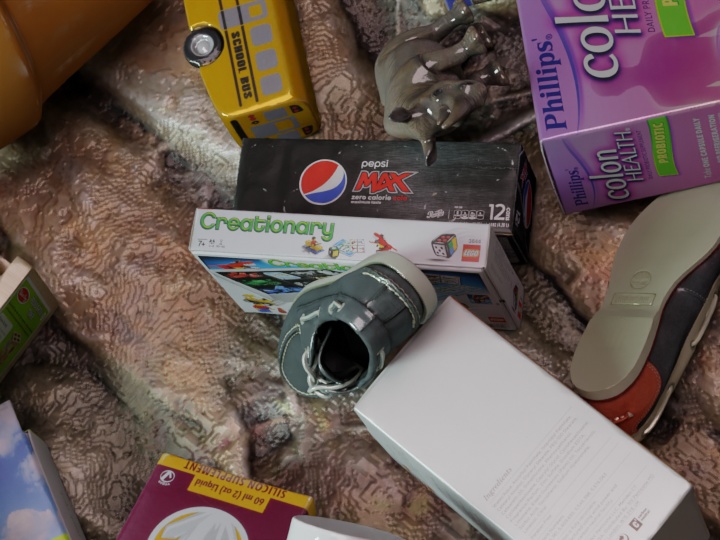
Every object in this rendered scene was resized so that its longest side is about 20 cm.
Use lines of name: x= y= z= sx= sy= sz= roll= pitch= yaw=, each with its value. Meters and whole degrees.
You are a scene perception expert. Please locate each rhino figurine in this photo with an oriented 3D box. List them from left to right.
rhino figurine: x=0.052 y=-0.123 z=1.496 sx=0.087 sy=0.200 sz=0.060 roll=-32 pitch=109 yaw=9

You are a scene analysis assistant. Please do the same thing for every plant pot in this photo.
plant pot: x=-0.250 y=-0.209 z=1.599 sx=0.183 sy=0.200 sz=0.200 roll=-33 pitch=65 yaw=-17

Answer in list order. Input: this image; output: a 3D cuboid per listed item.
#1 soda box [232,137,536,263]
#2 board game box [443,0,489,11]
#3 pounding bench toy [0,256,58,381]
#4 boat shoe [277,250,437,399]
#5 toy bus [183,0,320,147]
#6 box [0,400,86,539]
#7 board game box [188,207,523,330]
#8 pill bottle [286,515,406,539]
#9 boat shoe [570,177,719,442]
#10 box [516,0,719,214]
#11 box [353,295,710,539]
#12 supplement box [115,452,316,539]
soda box: x=0.016 y=-0.048 z=1.527 sx=0.199 sy=0.063 sz=0.071 roll=2 pitch=70 yaw=15
board game box: x=0.132 y=-0.277 z=1.530 sx=0.199 sy=0.159 sz=0.097 roll=-13 pitch=67 yaw=10
pounding bench toy: x=-0.315 y=0.008 z=1.498 sx=0.156 sy=0.200 sz=0.124 roll=35 pitch=80 yaw=8
boat shoe: x=-0.018 y=0.047 z=1.432 sx=0.073 sy=0.200 sz=0.062 roll=45 pitch=61 yaw=-3
toy bus: x=-0.089 y=-0.189 z=1.605 sx=0.078 sy=0.065 sz=0.200 roll=-16 pitch=67 yaw=8
box: x=-0.245 y=0.204 z=1.508 sx=0.122 sy=0.048 sz=0.200 roll=-28 pitch=67 yaw=3
board game box: x=0.000 y=0.000 z=1.479 sx=0.199 sy=0.126 sz=0.035 roll=4 pitch=72 yaw=15
pill bottle: x=-0.028 y=0.253 z=1.336 sx=0.104 sy=0.104 sz=0.201 roll=13 pitch=89 yaw=18
boat shoe: x=0.199 y=0.023 z=1.451 sx=0.071 sy=0.063 sz=0.200 roll=2 pitch=49 yaw=40
box: x=0.211 y=-0.153 z=1.483 sx=0.199 sy=0.097 sz=0.176 roll=-12 pitch=58 yaw=10
box: x=0.110 y=0.127 z=1.405 sx=0.200 sy=0.124 sz=0.098 roll=38 pitch=83 yaw=23
supplement box: x=-0.113 y=0.228 z=1.408 sx=0.110 sy=0.086 sz=0.200 roll=15 pitch=53 yaw=17
